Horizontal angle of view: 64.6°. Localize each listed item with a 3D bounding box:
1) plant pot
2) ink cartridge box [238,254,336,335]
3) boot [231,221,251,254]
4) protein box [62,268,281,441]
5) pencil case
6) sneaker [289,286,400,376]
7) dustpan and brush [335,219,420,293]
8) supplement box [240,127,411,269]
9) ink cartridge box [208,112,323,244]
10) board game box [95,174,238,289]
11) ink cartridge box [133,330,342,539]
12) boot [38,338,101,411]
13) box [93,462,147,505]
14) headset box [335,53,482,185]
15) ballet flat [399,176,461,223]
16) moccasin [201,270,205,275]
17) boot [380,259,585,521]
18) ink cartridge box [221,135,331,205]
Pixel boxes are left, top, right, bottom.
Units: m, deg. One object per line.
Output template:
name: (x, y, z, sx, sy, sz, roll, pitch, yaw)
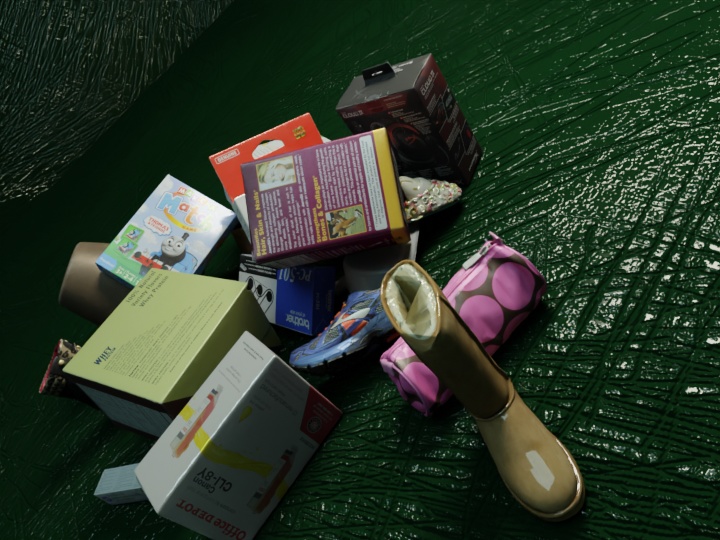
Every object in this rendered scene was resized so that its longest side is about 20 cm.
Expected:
plant pot: (-0.438, 0.027, 1.031, 0.201, 0.171, 0.204, -49, 30, 43)
ink cartridge box: (-0.116, 0.031, 0.861, 0.197, 0.044, 0.097, 10, 99, 47)
boot: (-0.151, -0.063, 0.999, 0.196, 0.076, 0.075, -6, 45, 36)
protein box: (-0.257, 0.123, 0.807, 0.196, 0.137, 0.200, 7, 48, 29)
pencil case: (0.108, 0.059, 0.626, 0.200, 0.094, 0.090, -48, 35, -6)
sneaker: (-0.004, 0.070, 0.721, 0.197, 0.075, 0.080, -29, 62, 4)
dustpan and brush: (0.000, 0.000, 0.822, 0.196, 0.058, 0.141, -15, 31, 20)
supplement box: (-0.043, -0.086, 0.744, 0.195, 0.103, 0.134, -11, 82, 9)
ink cartridge box: (-0.120, -0.150, 0.929, 0.197, 0.176, 0.043, -29, 4, -20)
board game box: (-0.326, -0.049, 0.974, 0.149, 0.037, 0.202, 28, 65, 6)
ink cartridge box: (-0.137, 0.201, 0.668, 0.083, 0.145, 0.201, 23, 71, 49)
boot: (-0.419, 0.148, 0.933, 0.202, 0.148, 0.074, -56, 31, 18)
box: (-0.298, 0.298, 0.808, 0.197, 0.039, 0.042, -20, 40, 28)
headset box: (0.069, -0.215, 0.839, 0.146, 0.200, 0.076, 0, 52, 42)
ballet flat: (0.046, -0.094, 0.806, 0.196, 0.065, 0.076, -23, 24, 3)
moccasin: (-0.298, 0.061, 1.013, 0.076, 0.075, 0.204, -9, 44, 6)
boot: (0.101, 0.106, 0.494, 0.066, 0.201, 0.176, -38, 37, 3)
ink cartridge box: (-0.146, -0.175, 1.031, 0.196, 0.089, 0.145, -21, 32, -21)
